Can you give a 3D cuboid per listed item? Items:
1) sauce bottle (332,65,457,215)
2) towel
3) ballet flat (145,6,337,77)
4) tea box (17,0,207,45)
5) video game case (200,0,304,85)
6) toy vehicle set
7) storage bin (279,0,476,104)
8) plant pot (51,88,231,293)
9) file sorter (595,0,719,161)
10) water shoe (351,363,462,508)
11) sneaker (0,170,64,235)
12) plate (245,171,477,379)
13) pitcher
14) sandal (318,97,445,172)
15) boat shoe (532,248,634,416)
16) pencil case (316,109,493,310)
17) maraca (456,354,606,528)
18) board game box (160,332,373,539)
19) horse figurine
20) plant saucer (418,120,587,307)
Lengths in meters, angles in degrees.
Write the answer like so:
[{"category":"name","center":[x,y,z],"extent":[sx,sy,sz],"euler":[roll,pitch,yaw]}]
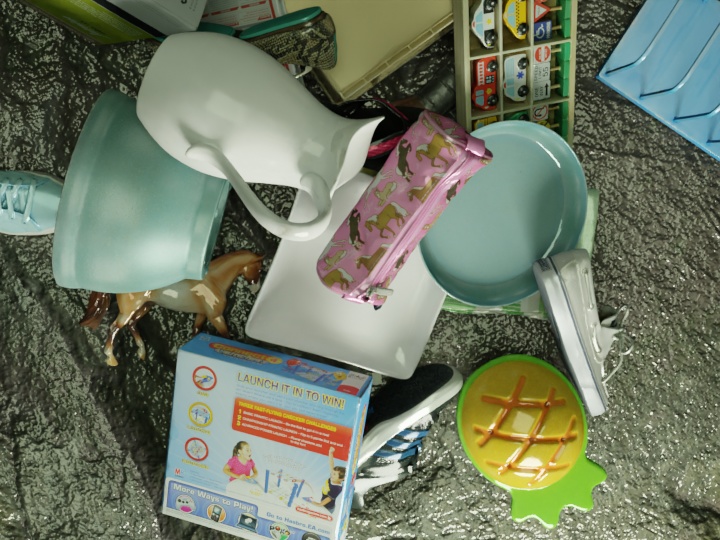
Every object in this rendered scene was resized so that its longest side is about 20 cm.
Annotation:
[{"category":"sauce bottle","center":[0.029,-0.134,0.985],"extent":[0.200,0.066,0.066],"euler":[-41,96,3]},{"category":"towel","center":[0.159,-0.022,1.025],"extent":[0.200,0.023,0.153],"euler":[5,95,-3]},{"category":"ballet flat","center":[-0.114,-0.206,0.892],"extent":[0.200,0.068,0.075],"euler":[0,124,22]},{"category":"tea box","center":[-0.220,-0.333,0.853],"extent":[0.134,0.197,0.200],"euler":[26,80,-43]},{"category":"video game case","center":[-0.130,-0.214,0.941],"extent":[0.143,0.017,0.200],"euler":[-4,111,26]},{"category":"toy vehicle set","center":[0.160,-0.201,0.952],"extent":[0.124,0.027,0.200],"euler":[-14,122,-13]},{"category":"storage bin","center":[0.000,-0.307,0.953],"extent":[0.198,0.094,0.200],"euler":[-36,96,1]},{"category":"plant pot","center":[-0.204,-0.063,0.914],"extent":[0.134,0.200,0.201],"euler":[16,95,-5]},{"category":"file sorter","center":[0.381,-0.212,0.966],"extent":[0.200,0.123,0.139],"euler":[32,94,-6]},{"category":"water shoe","center":[0.041,0.182,1.027],"extent":[0.200,0.072,0.079],"euler":[-38,116,7]},{"category":"sneaker","center":[-0.396,-0.075,0.963],"extent":[0.200,0.082,0.074],"euler":[7,96,-3]},{"category":"plate","center":[0.000,0.000,0.973],"extent":[0.199,0.032,0.200],"euler":[18,102,-21]},{"category":"pitcher","center":[-0.098,-0.116,0.807],"extent":[0.200,0.172,0.121],"euler":[25,133,-1]},{"category":"sandal","center":[0.002,-0.138,0.909],"extent":[0.200,0.045,0.075],"euler":[3,68,-17]},{"category":"boat shoe","center":[0.254,0.063,0.999],"extent":[0.086,0.075,0.202],"euler":[-21,111,3]},{"category":"pencil case","center":[0.040,-0.058,0.883],"extent":[0.087,0.083,0.200],"euler":[40,107,18]},{"category":"maraca","center":[0.185,0.186,1.005],"extent":[0.137,0.107,0.200],"euler":[-27,97,7]},{"category":"board game box","center":[-0.101,0.185,0.972],"extent":[0.200,0.056,0.196],"euler":[14,108,12]},{"category":"horse figurine","center":[-0.206,0.039,1.001],"extent":[0.200,0.050,0.133],"euler":[5,101,-6]},{"category":"plant saucer","center":[0.146,-0.060,0.970],"extent":[0.200,0.027,0.200],"euler":[-7,110,-20]}]
